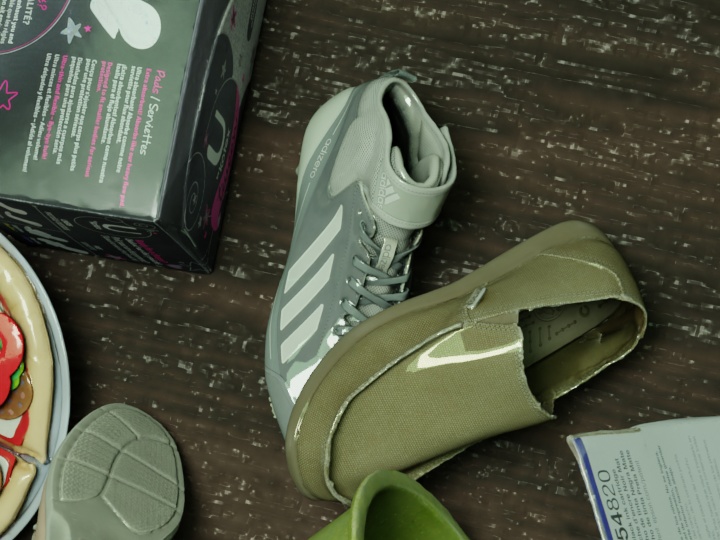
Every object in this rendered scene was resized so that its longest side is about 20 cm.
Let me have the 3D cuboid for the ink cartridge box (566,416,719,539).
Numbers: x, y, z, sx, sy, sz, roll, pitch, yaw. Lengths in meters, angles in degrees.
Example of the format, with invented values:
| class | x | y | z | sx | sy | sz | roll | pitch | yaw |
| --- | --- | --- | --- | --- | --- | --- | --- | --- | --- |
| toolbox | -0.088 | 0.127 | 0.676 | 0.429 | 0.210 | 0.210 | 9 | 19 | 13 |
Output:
| class | x | y | z | sx | sy | sz | roll | pitch | yaw |
| --- | --- | --- | --- | --- | --- | --- | --- | --- | --- |
| ink cartridge box | 0.171 | 0.162 | 0.881 | 0.040 | 0.199 | 0.201 | -30 | 68 | 43 |

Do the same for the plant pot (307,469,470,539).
| class | x | y | z | sx | sy | sz | roll | pitch | yaw |
| --- | --- | --- | --- | --- | --- | --- | --- | --- | --- |
| plant pot | -0.030 | 0.220 | 0.916 | 0.189 | 0.200 | 0.202 | -26 | 73 | 17 |

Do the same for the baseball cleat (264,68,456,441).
| class | x | y | z | sx | sy | sz | roll | pitch | yaw |
| --- | --- | --- | --- | --- | --- | --- | --- | --- | --- |
| baseball cleat | 0.000 | 0.000 | 0.987 | 0.069 | 0.106 | 0.202 | 7 | 76 | -27 |

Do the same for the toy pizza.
| class | x | y | z | sx | sy | sz | roll | pitch | yaw |
| --- | --- | --- | --- | --- | --- | --- | --- | --- | --- |
| toy pizza | -0.241 | 0.060 | 1.033 | 0.198 | 0.032 | 0.202 | 1 | 93 | 18 |

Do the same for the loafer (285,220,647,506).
| class | x | y | z | sx | sy | sz | roll | pitch | yaw |
| --- | --- | --- | --- | --- | --- | --- | --- | --- | --- |
| loafer | 0.053 | 0.046 | 0.955 | 0.199 | 0.076 | 0.067 | -36 | 34 | -14 |

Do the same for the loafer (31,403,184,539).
| class | x | y | z | sx | sy | sz | roll | pitch | yaw |
| --- | --- | --- | --- | --- | --- | --- | --- | --- | --- |
| loafer | -0.132 | 0.141 | 0.961 | 0.072 | 0.201 | 0.063 | 31 | 118 | -16 |

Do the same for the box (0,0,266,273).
| class | x | y | z | sx | sy | sz | roll | pitch | yaw |
| --- | --- | --- | --- | --- | --- | --- | --- | --- | --- |
| box | -0.118 | -0.114 | 1.023 | 0.114 | 0.132 | 0.202 | 10 | 80 | 10 |
